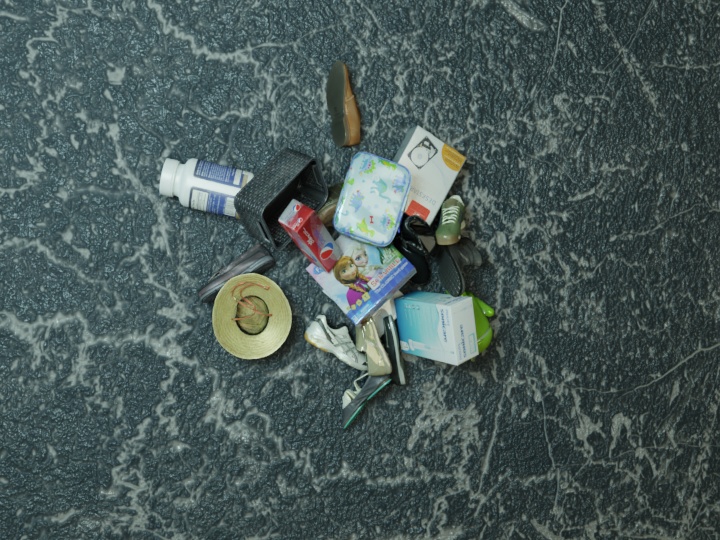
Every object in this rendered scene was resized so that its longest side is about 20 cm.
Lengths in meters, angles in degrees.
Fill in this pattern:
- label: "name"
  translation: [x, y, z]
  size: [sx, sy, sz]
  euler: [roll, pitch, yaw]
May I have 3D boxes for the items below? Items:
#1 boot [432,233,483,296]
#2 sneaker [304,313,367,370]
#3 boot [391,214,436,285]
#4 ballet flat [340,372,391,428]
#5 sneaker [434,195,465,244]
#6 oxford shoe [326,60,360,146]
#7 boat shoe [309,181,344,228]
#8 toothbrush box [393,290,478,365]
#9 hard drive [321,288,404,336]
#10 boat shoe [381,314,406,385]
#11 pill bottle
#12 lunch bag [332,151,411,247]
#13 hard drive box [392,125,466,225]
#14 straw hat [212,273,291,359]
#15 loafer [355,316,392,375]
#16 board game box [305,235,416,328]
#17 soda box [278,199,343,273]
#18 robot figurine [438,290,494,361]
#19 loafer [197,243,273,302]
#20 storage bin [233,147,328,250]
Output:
- label: "boot"
  translation: [0.258, -0.019, 1.343]
  size: [0.130, 0.202, 0.070]
  euler: [4, 138, -24]
- label: "sneaker"
  translation: [-0.042, 0.183, 1.365]
  size: [0.199, 0.075, 0.088]
  euler: [32, 83, -19]
- label: "boot"
  translation: [0.139, -0.044, 1.326]
  size: [0.076, 0.168, 0.202]
  euler: [-29, 103, -12]
- label: "ballet flat"
  translation: [-0.001, 0.323, 1.392]
  size: [0.073, 0.073, 0.201]
  euler: [35, 109, -14]
- label: "sneaker"
  translation: [0.221, -0.132, 1.326]
  size: [0.066, 0.200, 0.091]
  euler: [0, 109, 20]
- label: "oxford shoe"
  translation: [-0.037, -0.405, 1.303]
  size: [0.071, 0.071, 0.204]
  euler: [-12, 101, -39]
- label: "boat shoe"
  translation: [-0.086, -0.145, 1.321]
  size: [0.199, 0.072, 0.068]
  euler: [-35, 130, -12]
- label: "toothbrush box"
  translation: [0.185, 0.137, 1.326]
  size: [0.084, 0.199, 0.149]
  euler: [-16, 102, -35]
- label: "hard drive"
  translation: [0.015, 0.065, 1.386]
  size: [0.200, 0.026, 0.132]
  euler: [41, 87, -14]
- label: "boat shoe"
  translation: [0.075, 0.211, 1.385]
  size: [0.059, 0.076, 0.203]
  euler: [-9, 106, 9]
- label: "pill bottle"
  translation: [-0.350, -0.192, 1.226]
  size: [0.197, 0.111, 0.113]
  euler: [12, 95, -14]
- label: "lunch bag"
  translation: [0.030, -0.161, 1.255]
  size: [0.158, 0.082, 0.203]
  euler: [17, 89, -3]
- label: "hard drive box"
  translation: [0.149, -0.234, 1.352]
  size: [0.154, 0.077, 0.202]
  euler: [28, 91, -14]
- label: "straw hat"
  translation: [-0.264, 0.106, 1.299]
  size: [0.198, 0.085, 0.205]
  euler: [-1, 93, -14]
- label: "loafer"
  translation: [0.014, 0.172, 1.329]
  size: [0.067, 0.076, 0.202]
  euler: [-23, 81, -9]
- label: "board game box"
  translation: [0.000, 0.000, 1.311]
  size: [0.200, 0.041, 0.200]
  euler: [-44, 68, -3]
- label: "soda box"
  translation: [-0.112, -0.074, 1.230]
  size: [0.064, 0.070, 0.200]
  euler: [-52, 149, -11]
- label: "robot figurine"
  translation: [0.272, 0.136, 1.407]
  size: [0.175, 0.115, 0.201]
  euler: [-37, 104, -18]
- label: "loafer"
  translation: [-0.308, 0.005, 1.293]
  size: [0.198, 0.072, 0.063]
  euler: [-31, 74, -11]
- label: "storage bin"
  translation: [-0.178, -0.165, 1.220]
  size: [0.201, 0.093, 0.136]
  euler: [-52, 149, -25]
